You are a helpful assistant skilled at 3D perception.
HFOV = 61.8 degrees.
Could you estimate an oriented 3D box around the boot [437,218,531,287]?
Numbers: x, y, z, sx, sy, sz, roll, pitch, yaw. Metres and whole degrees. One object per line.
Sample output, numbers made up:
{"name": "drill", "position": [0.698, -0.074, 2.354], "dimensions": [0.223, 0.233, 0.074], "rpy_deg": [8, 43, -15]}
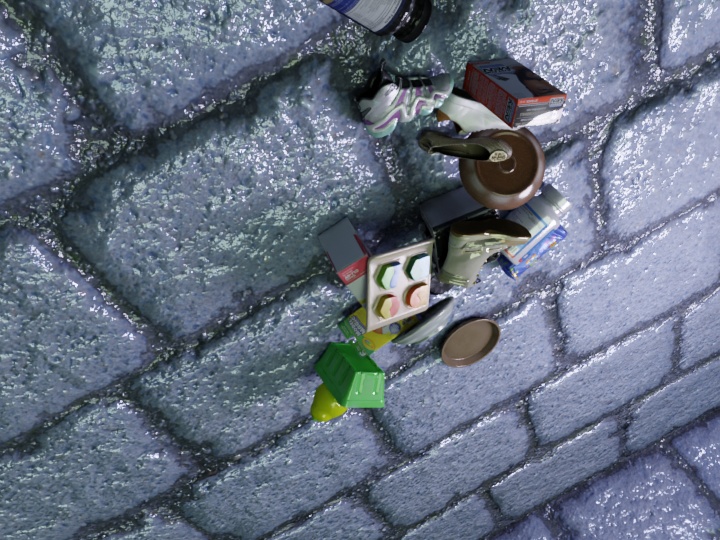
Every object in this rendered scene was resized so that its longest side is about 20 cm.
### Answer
{"name": "boot", "position": [0.282, -0.037, 1.381], "dimensions": [0.199, 0.072, 0.155], "rpy_deg": [-2, 128, -18]}

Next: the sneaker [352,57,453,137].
{"name": "sneaker", "position": [0.079, -0.360, 1.168], "dimensions": [0.200, 0.078, 0.140], "rpy_deg": [-32, 135, 2]}

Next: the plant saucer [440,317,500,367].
{"name": "plant saucer", "position": [0.329, 0.214, 1.812], "dimensions": [0.199, 0.030, 0.201], "rpy_deg": [-14, 133, -15]}

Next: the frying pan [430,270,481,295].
{"name": "frying pan", "position": [0.238, 0.038, 1.622], "dimensions": [0.190, 0.031, 0.115], "rpy_deg": [29, 113, -37]}

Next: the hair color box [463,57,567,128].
{"name": "hair color box", "position": [0.300, -0.355, 1.192], "dimensions": [0.110, 0.200, 0.064], "rpy_deg": [-11, 132, -18]}

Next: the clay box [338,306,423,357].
{"name": "clay box", "position": [0.048, 0.131, 1.550], "dimensions": [0.200, 0.115, 0.048], "rpy_deg": [-36, 178, 5]}

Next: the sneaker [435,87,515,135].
{"name": "sneaker", "position": [0.250, -0.326, 1.290], "dimensions": [0.199, 0.073, 0.085], "rpy_deg": [13, 125, -20]}

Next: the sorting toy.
{"name": "sorting toy", "position": [0.092, 0.036, 1.349], "dimensions": [0.185, 0.036, 0.201], "rpy_deg": [-17, 125, -33]}

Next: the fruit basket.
{"name": "fruit basket", "position": [-0.045, 0.316, 1.598], "dimensions": [0.155, 0.216, 0.216], "rpy_deg": [8, 124, -30]}

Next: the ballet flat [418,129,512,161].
{"name": "ballet flat", "position": [0.220, -0.257, 1.277], "dimensions": [0.199, 0.047, 0.067], "rpy_deg": [12, 148, 7]}

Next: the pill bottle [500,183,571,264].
{"name": "pill bottle", "position": [0.429, -0.120, 1.518], "dimensions": [0.200, 0.112, 0.112], "rpy_deg": [-44, 133, 15]}

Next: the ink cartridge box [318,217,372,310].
{"name": "ink cartridge box", "position": [0.000, 0.000, 1.390], "dimensions": [0.083, 0.145, 0.200], "rpy_deg": [-33, 134, 4]}

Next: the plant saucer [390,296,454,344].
{"name": "plant saucer", "position": [0.172, 0.144, 1.575], "dimensions": [0.200, 0.200, 0.050], "rpy_deg": [-36, 90, 7]}

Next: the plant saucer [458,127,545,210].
{"name": "plant saucer", "position": [0.319, -0.236, 1.334], "dimensions": [0.199, 0.037, 0.202], "rpy_deg": [0, 91, -5]}

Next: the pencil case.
{"name": "pencil case", "position": [0.457, -0.063, 1.601], "dimensions": [0.200, 0.078, 0.087], "rpy_deg": [-44, 162, 14]}

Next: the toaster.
{"name": "toaster", "position": [0.245, -0.094, 1.446], "dimensions": [0.199, 0.119, 0.181], "rpy_deg": [-22, 135, -7]}

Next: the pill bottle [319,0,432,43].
{"name": "pill bottle", "position": [0.022, -0.471, 1.022], "dimensions": [0.199, 0.112, 0.112], "rpy_deg": [16, 120, -36]}
